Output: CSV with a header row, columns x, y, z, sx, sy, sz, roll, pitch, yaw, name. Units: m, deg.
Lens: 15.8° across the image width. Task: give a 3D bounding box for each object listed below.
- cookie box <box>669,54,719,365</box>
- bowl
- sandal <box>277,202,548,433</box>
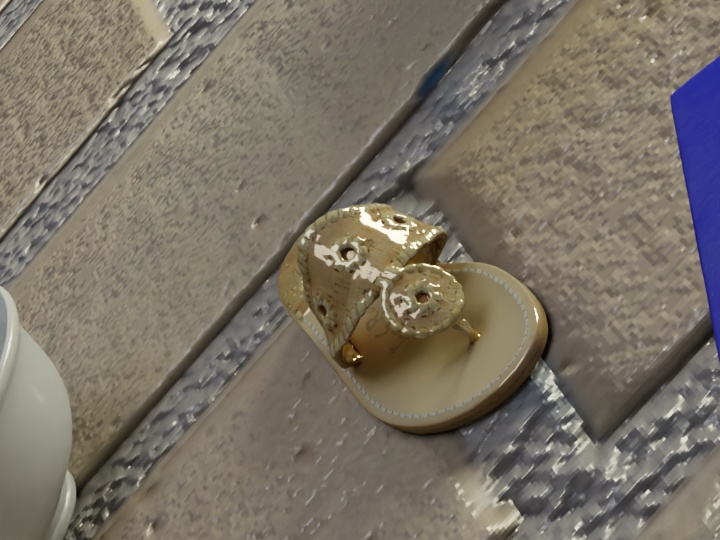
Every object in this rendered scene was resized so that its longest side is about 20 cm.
x,y,z,sx,sy,sz,roll,pitch,yaw,name
0.187,-0.031,0.774,0.171,0.075,0.200,-40,27,25,cookie box
-0.199,0.112,1.229,0.201,0.090,0.201,-39,27,24,bowl
-0.003,0.005,1.061,0.078,0.070,0.212,-53,25,-3,sandal
